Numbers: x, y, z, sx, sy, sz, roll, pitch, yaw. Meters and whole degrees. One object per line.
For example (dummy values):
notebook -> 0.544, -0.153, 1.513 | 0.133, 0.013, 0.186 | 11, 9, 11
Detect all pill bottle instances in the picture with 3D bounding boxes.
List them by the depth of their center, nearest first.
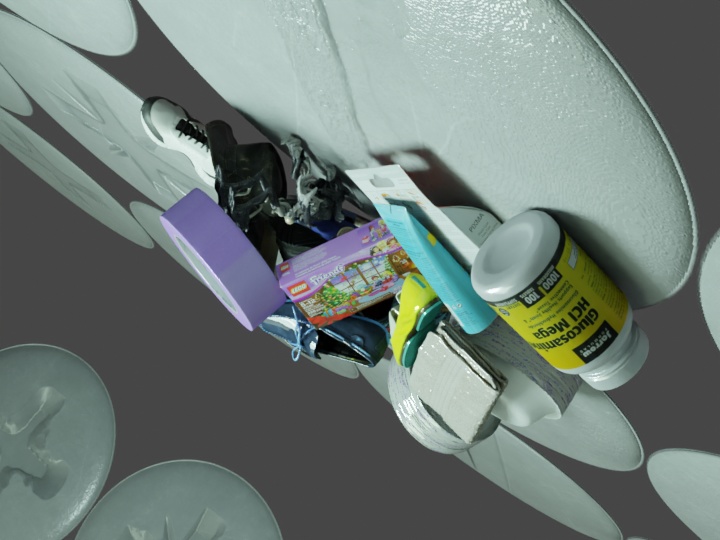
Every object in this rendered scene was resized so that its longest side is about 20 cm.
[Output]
pill bottle -> 0.221, 0.038, 1.104 | 0.200, 0.113, 0.112 | 41, 166, -23

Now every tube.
tube -> 0.092, -0.007, 1.239 | 0.200, 0.051, 0.077 | 49, 159, -24

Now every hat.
hat -> -0.150, -0.132, 1.466 | 0.201, 0.080, 0.203 | -18, -90, -78

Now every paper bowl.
paper bowl -> 0.214, 0.150, 1.496 | 0.200, 0.105, 0.201 | 34, 166, 10
paper bowl -> 0.149, 0.182, 1.636 | 0.200, 0.202, 0.104 | 39, 134, -12

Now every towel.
towel -> 0.133, 0.161, 1.434 | 0.132, 0.034, 0.201 | 44, 152, 19

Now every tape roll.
tape roll -> -0.188, -0.015, 1.398 | 0.200, 0.065, 0.200 | 48, 168, 14

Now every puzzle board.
puzzle board -> -0.163, -0.064, 1.576 | 0.201, 0.017, 0.152 | -88, -18, -61

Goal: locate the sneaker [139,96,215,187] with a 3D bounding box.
sneaker -> -0.258, -0.208, 1.609 | 0.199, 0.074, 0.080 | 38, 157, -33

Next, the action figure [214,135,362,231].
action figure -> -0.089, -0.112, 1.373 | 0.119, 0.198, 0.103 | -124, 34, -45

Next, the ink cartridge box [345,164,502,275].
ink cartridge box -> 0.089, -0.070, 1.229 | 0.200, 0.047, 0.160 | 44, 166, -19

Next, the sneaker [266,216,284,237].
sneaker -> -0.059, -0.056, 1.630 | 0.199, 0.078, 0.091 | 36, 151, -11

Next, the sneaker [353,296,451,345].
sneaker -> 0.058, 0.066, 1.549 | 0.096, 0.198, 0.080 | 112, 143, -48

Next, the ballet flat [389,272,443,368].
ballet flat -> 0.071, 0.065, 1.413 | 0.067, 0.067, 0.201 | 47, 156, 18

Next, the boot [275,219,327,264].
boot -> -0.035, 0.009, 1.571 | 0.198, 0.077, 0.169 | 13, 142, 13

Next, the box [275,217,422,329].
box -> 0.000, 0.000, 1.387 | 0.137, 0.198, 0.039 | 55, -167, -55

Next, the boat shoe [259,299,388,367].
boat shoe -> -0.060, 0.092, 1.480 | 0.197, 0.069, 0.085 | 7, 142, 19

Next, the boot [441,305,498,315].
boot -> 0.132, 0.041, 1.446 | 0.075, 0.074, 0.200 | 34, 165, -20

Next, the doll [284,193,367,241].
doll -> -0.042, -0.071, 1.474 | 0.135, 0.049, 0.200 | 3, -160, -30

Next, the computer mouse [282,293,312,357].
computer mouse -> -0.095, 0.062, 1.561 | 0.138, 0.053, 0.200 | 35, 141, -3
